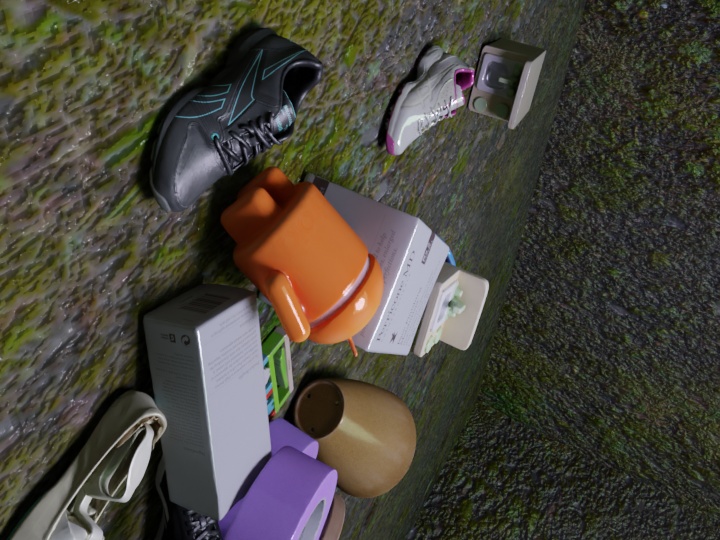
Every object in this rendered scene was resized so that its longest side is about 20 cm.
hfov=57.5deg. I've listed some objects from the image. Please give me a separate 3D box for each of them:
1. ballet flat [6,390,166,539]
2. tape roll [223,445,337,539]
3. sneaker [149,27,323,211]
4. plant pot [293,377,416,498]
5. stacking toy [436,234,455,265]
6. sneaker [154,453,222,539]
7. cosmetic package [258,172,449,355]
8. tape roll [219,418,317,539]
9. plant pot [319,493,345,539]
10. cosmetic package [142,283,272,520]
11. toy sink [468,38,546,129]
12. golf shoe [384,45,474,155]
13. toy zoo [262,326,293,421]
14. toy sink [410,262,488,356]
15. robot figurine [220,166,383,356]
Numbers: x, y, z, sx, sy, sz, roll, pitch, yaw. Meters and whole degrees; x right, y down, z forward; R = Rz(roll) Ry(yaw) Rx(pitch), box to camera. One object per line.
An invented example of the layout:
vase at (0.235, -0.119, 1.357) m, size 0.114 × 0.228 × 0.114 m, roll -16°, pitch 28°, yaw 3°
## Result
ballet flat at (-0.238, 0.200, 0.573) m, size 0.203 × 0.068 × 0.070 m, roll -60°, pitch 159°, yaw -23°
tape roll at (-0.095, 0.302, 0.719) m, size 0.200 × 0.064 × 0.206 m, roll 22°, pitch 89°, yaw -78°
sneaker at (-0.106, -0.131, 0.569) m, size 0.203 × 0.078 × 0.076 m, roll -60°, pitch 159°, yaw -21°
plant pot at (-0.024, 0.256, 1.076) m, size 0.190 × 0.182 × 0.200 m, roll -62°, pitch 147°, yaw -14°
stacking toy at (0.086, 0.027, 1.241) m, size 0.202 × 0.115 × 0.110 m, roll -53°, pitch 155°, yaw -10°
sneaker at (-0.176, 0.284, 0.738) m, size 0.072 × 0.111 × 0.206 m, roll -15°, pitch 127°, yaw -44°
cosmetic package at (0.000, 0.000, 0.857) m, size 0.169 × 0.161 × 0.199 m, roll -68°, pitch 160°, yaw 0°
tape roll at (-0.136, 0.311, 0.903) m, size 0.203 × 0.064 × 0.202 m, roll -58°, pitch 166°, yaw -23°
plant pot at (-0.115, 0.427, 1.041) m, size 0.202 × 0.092 × 0.201 m, roll -52°, pitch -170°, yaw 12°
cosmetic package at (-0.148, 0.128, 0.658) m, size 0.101 × 0.072 × 0.207 m, roll -33°, pitch 126°, yaw -59°
toy sink at (0.294, -0.385, 1.335) m, size 0.200 × 0.109 × 0.134 m, roll -47°, pitch 152°, yaw -56°
golf shoe at (0.105, -0.253, 0.994) m, size 0.203 × 0.090 × 0.076 m, roll -60°, pitch 161°, yaw -19°
toy zoo at (-0.152, 0.187, 0.857) m, size 0.201 × 0.020 × 0.134 m, roll -53°, pitch 155°, yaw -38°
toy sink at (0.096, 0.053, 1.099) m, size 0.111 × 0.196 × 0.134 m, roll -27°, pitch 137°, yaw -61°
robot figurine at (-0.054, -0.006, 0.678) m, size 0.116 × 0.201 × 0.144 m, roll -42°, pitch -161°, yaw 0°
